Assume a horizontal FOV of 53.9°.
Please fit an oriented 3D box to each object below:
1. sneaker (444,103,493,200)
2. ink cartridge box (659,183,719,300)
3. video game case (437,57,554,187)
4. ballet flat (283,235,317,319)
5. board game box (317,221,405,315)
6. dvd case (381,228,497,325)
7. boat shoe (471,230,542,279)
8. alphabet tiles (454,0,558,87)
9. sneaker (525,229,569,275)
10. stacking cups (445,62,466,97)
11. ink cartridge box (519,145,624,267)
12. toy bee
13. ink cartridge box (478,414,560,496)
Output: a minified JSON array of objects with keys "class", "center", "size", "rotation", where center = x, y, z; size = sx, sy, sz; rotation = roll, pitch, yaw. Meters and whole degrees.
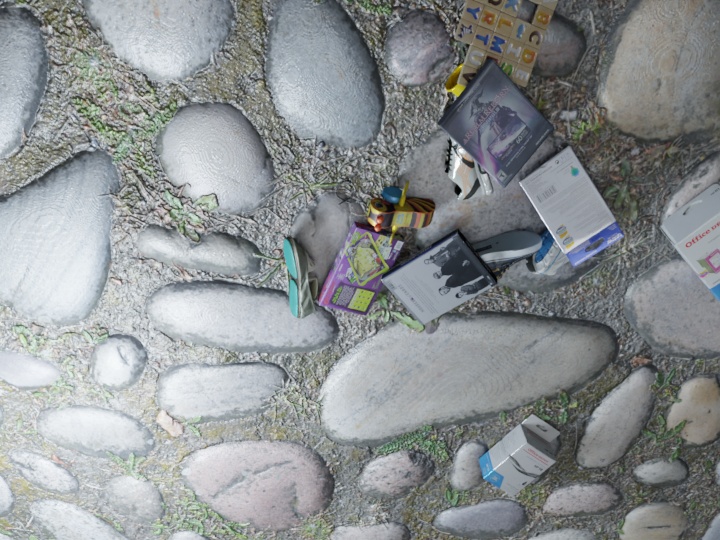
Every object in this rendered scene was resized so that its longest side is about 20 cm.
[{"class":"sneaker","center":[0.191,-0.217,1.346],"size":[0.078,0.074,0.203],"rotation":[-19,121,11]},{"class":"ink cartridge box","center":[0.744,-0.057,1.473],"size":[0.144,0.085,0.199],"rotation":[-40,115,21]},{"class":"video game case","center":[0.248,-0.261,1.280],"size":[0.198,0.019,0.144],"rotation":[34,102,-34]},{"class":"ballet flat","center":[-0.122,0.009,1.486],"size":[0.062,0.067,0.204],"rotation":[-19,127,-24]},{"class":"board game box","center":[0.000,0.000,1.486],"size":[0.117,0.033,0.203],"rotation":[11,122,-29]},{"class":"dvd case","center":[0.162,0.018,1.468],"size":[0.198,0.025,0.151],"rotation":[-31,117,27]},{"class":"boat shoe","center":[0.287,-0.016,1.485],"size":[0.195,0.072,0.092],"rotation":[-13,124,14]},{"class":"alphabet tiles","center":[0.243,-0.409,1.225],"size":[0.163,0.008,0.205],"rotation":[12,108,-21]},{"class":"sneaker","center":[0.430,-0.071,1.465],"size":[0.085,0.076,0.201],"rotation":[16,121,-39]},{"class":"stacking cups","center":[0.244,-0.294,1.307],"size":[0.198,0.061,0.060],"rotation":[36,114,-24]},{"class":"ink cartridge box","center":[0.412,-0.123,1.382],"size":[0.118,0.042,0.203],"rotation":[-33,85,18]},{"class":"toy bee","center":[0.055,-0.106,1.387],"size":[0.194,0.110,0.134],"rotation":[-9,125,3]},{"class":"ink cartridge box","center":[0.411,0.471,1.799],"size":[0.115,0.067,0.201],"rotation":[32,116,-21]}]
